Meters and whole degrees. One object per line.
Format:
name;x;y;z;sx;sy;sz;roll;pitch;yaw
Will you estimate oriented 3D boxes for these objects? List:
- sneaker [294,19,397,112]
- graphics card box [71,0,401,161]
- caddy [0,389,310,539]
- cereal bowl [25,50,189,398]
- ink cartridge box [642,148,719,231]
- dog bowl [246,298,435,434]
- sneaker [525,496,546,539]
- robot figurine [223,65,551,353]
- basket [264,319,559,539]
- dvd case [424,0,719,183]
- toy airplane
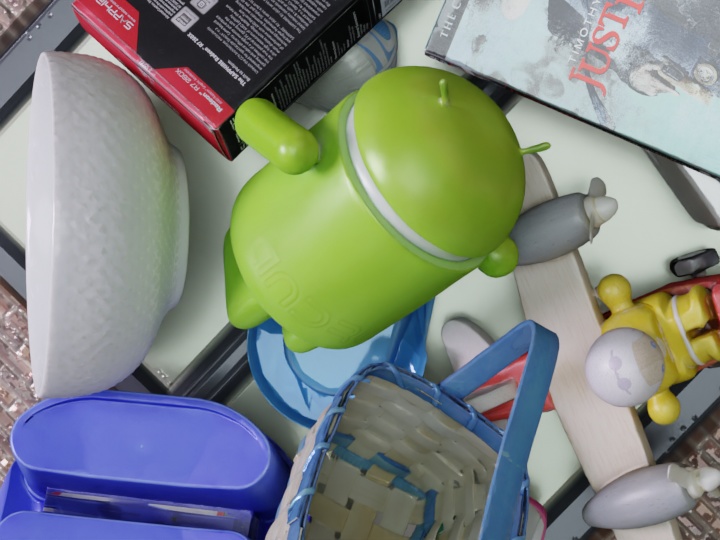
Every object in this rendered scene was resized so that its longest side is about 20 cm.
sneaker;-0.072;-0.146;1.043;0.199;0.073;0.072;16;123;14
graphics card box;-0.051;-0.174;0.979;0.125;0.051;0.200;41;80;20
caddy;-0.131;0.150;1.038;0.199;0.105;0.142;5;70;5
cereal bowl;-0.148;-0.026;0.990;0.083;0.200;0.201;1;93;-16
ink cartridge box;0.249;-0.137;1.006;0.200;0.084;0.146;-37;91;4
dog bowl;0.000;0.000;1.047;0.111;0.050;0.201;16;93;2
sneaker;0.031;0.204;1.040;0.088;0.081;0.200;45;94;-1
robot figurine;0.008;-0.033;0.936;0.175;0.116;0.200;26;134;-33
basket;0.033;0.130;0.928;0.139;0.200;0.177;29;58;-12
dvd case;0.154;-0.150;0.956;0.199;0.022;0.147;24;96;2
toy airplane;0.138;0.053;0.995;0.199;0.141;0.200;26;95;2
